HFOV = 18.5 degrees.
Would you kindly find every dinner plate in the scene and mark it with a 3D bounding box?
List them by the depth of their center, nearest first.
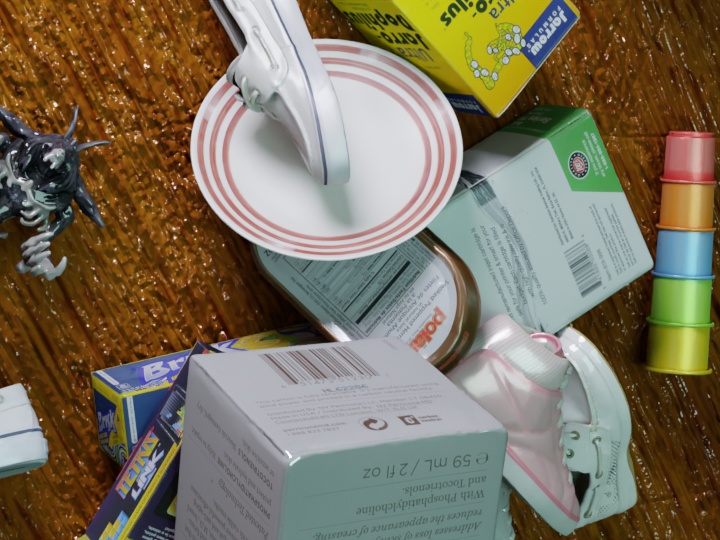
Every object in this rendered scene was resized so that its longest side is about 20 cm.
[{"bbox_3d":[-0.025,-0.086,1.620,0.200,0.200,0.024,-32,154,-19],"label":"dinner plate"}]

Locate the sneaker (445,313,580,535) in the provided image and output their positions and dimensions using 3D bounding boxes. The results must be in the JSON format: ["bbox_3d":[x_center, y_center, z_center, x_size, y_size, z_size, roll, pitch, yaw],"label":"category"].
[{"bbox_3d":[0.135,0.113,1.686,0.105,0.075,0.200,-43,122,-5],"label":"sneaker"}]

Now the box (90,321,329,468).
[{"bbox_3d":[-0.096,0.092,1.650,0.199,0.070,0.065,-13,108,-25],"label":"box"}]

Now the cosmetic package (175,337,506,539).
[{"bbox_3d":[-0.019,0.172,1.503,0.167,0.166,0.201,-6,113,-27],"label":"cosmetic package"}]

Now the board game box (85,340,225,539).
[{"bbox_3d":[-0.075,0.165,1.612,0.200,0.057,0.166,29,96,-34],"label":"board game box"}]

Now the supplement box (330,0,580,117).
[{"bbox_3d":[0.048,-0.222,1.651,0.200,0.109,0.110,45,77,-26],"label":"supplement box"}]

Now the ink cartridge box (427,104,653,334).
[{"bbox_3d":[0.110,-0.019,1.732,0.200,0.083,0.147,-32,111,-19],"label":"ink cartridge box"}]

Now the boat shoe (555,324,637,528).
[{"bbox_3d":[0.174,0.134,1.775,0.069,0.071,0.200,-31,129,-18],"label":"boat shoe"}]

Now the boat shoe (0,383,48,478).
[{"bbox_3d":[-0.322,0.128,1.551,0.199,0.074,0.067,-12,76,-25],"label":"boat shoe"}]

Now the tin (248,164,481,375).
[{"bbox_3d":[0.000,0.000,1.629,0.112,0.200,0.042,-51,159,9],"label":"tin"}]

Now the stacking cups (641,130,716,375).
[{"bbox_3d":[0.268,-0.016,1.837,0.060,0.060,0.201,2,93,-28],"label":"stacking cups"}]

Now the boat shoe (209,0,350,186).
[{"bbox_3d":[-0.064,-0.145,1.590,0.066,0.072,0.200,-18,73,-10],"label":"boat shoe"}]

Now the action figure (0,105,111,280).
[{"bbox_3d":[-0.252,-0.038,1.533,0.200,0.102,0.119,-44,103,-13],"label":"action figure"}]

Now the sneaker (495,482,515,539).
[{"bbox_3d":[0.110,0.188,1.773,0.116,0.074,0.200,-41,113,-13],"label":"sneaker"}]

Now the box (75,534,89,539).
[{"bbox_3d":[-0.141,0.206,1.657,0.200,0.050,0.075,-29,112,-20],"label":"box"}]
